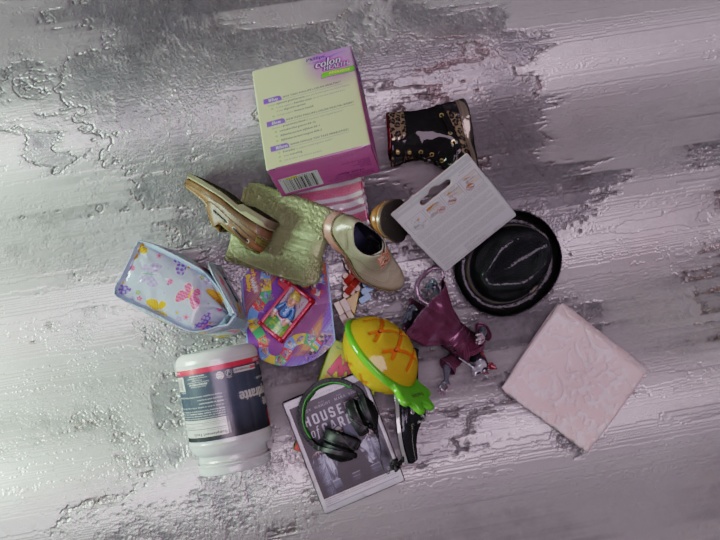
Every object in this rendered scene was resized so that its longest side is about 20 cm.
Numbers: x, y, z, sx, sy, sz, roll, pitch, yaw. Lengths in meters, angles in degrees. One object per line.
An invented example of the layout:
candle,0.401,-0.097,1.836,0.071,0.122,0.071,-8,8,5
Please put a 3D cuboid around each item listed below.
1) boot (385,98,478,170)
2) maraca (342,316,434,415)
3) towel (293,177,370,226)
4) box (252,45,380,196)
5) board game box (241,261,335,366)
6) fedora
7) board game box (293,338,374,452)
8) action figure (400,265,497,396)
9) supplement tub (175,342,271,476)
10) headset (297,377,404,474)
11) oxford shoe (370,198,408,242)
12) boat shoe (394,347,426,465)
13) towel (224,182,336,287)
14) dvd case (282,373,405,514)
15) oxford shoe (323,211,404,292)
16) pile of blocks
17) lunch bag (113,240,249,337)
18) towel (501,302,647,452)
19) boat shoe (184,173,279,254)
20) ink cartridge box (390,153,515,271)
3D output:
boot,0.126,-0.198,1.647,0.149,0.073,0.202,-5,84,-5
maraca,0.047,0.156,1.550,0.200,0.137,0.107,49,113,16
towel,-0.066,-0.150,1.626,0.145,0.030,0.202,-11,79,8
box,-0.075,-0.249,1.576,0.175,0.097,0.201,-14,66,6
board game box,-0.129,0.062,1.614,0.157,0.039,0.202,-7,79,7
fedora,0.263,-0.015,1.638,0.199,0.092,0.202,0,87,-4
board game box,-0.036,0.229,1.632,0.101,0.048,0.201,20,87,-3
action figure,0.157,0.116,1.641,0.134,0.149,0.200,-41,111,20
supplement tub,-0.226,0.230,1.573,0.139,0.140,0.202,-11,89,-4
headset,-0.015,0.261,1.538,0.200,0.094,0.124,38,86,9
oxford shoe,0.045,-0.086,1.579,0.071,0.200,0.072,7,94,17
boat shoe,0.086,0.234,1.627,0.060,0.076,0.202,-8,89,2
towel,-0.137,-0.062,1.603,0.199,0.036,0.149,17,91,29
dvd case,-0.028,0.290,1.595,0.149,0.025,0.201,-21,90,-5
oxford shoe,0.020,-0.022,1.570,0.200,0.074,0.071,41,71,-38
pile of blocks,0.000,0.000,1.637,0.081,0.062,0.202,8,88,-3
lunch bag,-0.280,0.039,1.558,0.199,0.170,0.128,27,86,6
towel,0.378,0.190,1.670,0.200,0.032,0.191,37,87,-1
boat shoe,-0.233,-0.098,1.597,0.199,0.072,0.068,32,98,27
ink cartridge box,0.151,-0.103,1.568,0.160,0.200,0.047,-38,47,10
